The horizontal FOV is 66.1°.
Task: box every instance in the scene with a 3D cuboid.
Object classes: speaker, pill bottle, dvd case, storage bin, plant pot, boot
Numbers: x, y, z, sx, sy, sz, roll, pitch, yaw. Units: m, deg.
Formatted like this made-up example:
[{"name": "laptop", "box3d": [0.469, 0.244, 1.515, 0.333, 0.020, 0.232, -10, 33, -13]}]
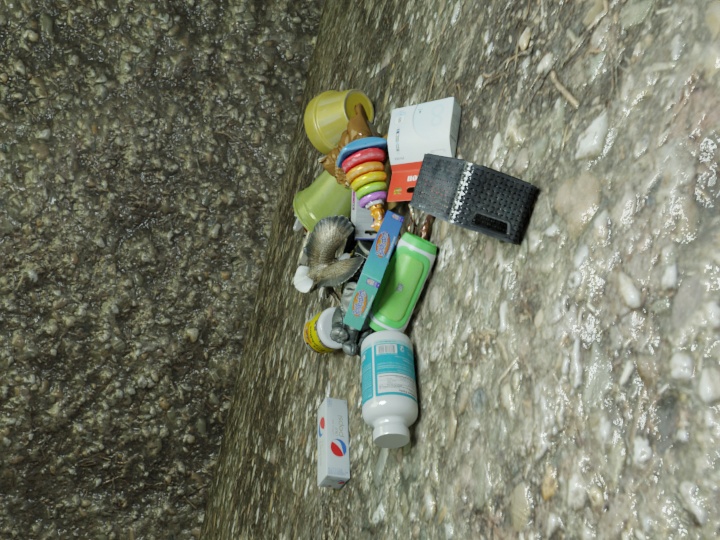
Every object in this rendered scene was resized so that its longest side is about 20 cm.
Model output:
[{"name": "speaker", "box3d": [0.085, 0.031, 1.132, 0.206, 0.086, 0.088, -68, 20, 9]}, {"name": "pill bottle", "box3d": [0.055, 0.229, 1.067, 0.112, 0.107, 0.205, 126, 152, -47]}, {"name": "dvd case", "box3d": [-0.025, -0.079, 1.550, 0.200, 0.017, 0.147, -63, -9, -77]}, {"name": "pill bottle", "box3d": [-0.098, 0.173, 1.556, 0.199, 0.106, 0.113, 148, 133, -65]}, {"name": "storage bin", "box3d": [0.178, -0.122, 0.908, 0.200, 0.131, 0.097, -133, 59, -68]}, {"name": "plant pot", "box3d": [-0.082, -0.228, 1.703, 0.185, 0.196, 0.205, -46, 33, 35]}, {"name": "plant pot", "box3d": [-0.056, -0.496, 1.801, 0.186, 0.196, 0.208, -7, 69, 53]}, {"name": "boot", "box3d": [0.001, 0.000, 1.435, 0.204, 0.071, 0.159, -128, 56, -76]}]

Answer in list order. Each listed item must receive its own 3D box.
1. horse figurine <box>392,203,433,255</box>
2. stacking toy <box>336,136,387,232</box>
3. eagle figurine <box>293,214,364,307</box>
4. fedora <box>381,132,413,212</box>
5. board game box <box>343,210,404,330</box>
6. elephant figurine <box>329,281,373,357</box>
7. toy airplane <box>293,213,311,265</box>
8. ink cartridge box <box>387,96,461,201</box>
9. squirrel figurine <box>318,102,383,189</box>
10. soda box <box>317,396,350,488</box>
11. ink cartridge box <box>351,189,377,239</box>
[{"name": "horse figurine", "box3d": [0.098, -0.060, 1.225, 0.199, 0.048, 0.138, -33, 56, 58]}, {"name": "stacking toy", "box3d": [0.025, -0.180, 1.237, 0.110, 0.112, 0.207, 130, 125, -74]}, {"name": "eagle figurine", "box3d": [-0.072, -0.020, 1.359, 0.154, 0.148, 0.201, -63, -2, -29]}, {"name": "fedora", "box3d": [0.087, -0.226, 1.302, 0.198, 0.080, 0.208, -21, 63, 48]}, {"name": "board game box", "box3d": [0.028, -0.002, 1.146, 0.203, 0.044, 0.154, -68, 0, -46]}, {"name": "elephant figurine", "box3d": [0.020, 0.088, 1.281, 0.203, 0.154, 0.141, -56, -8, 23]}, {"name": "toy airplane", "box3d": [-0.144, -0.143, 1.866, 0.200, 0.137, 0.205, -50, -24, -51]}, {"name": "ink cartridge box", "box3d": [0.125, -0.254, 1.174, 0.156, 0.047, 0.207, 0, 73, 37]}, {"name": "squirrel figurine", "box3d": [-0.032, -0.319, 1.527, 0.184, 0.142, 0.203, -31, 32, 25]}, {"name": "soda box", "box3d": [-0.068, 0.423, 1.368, 0.069, 0.062, 0.205, 123, 154, -42]}, {"name": "ink cartridge box", "box3d": [0.025, -0.182, 1.394, 0.037, 0.092, 0.208, 12, 102, 64]}]
